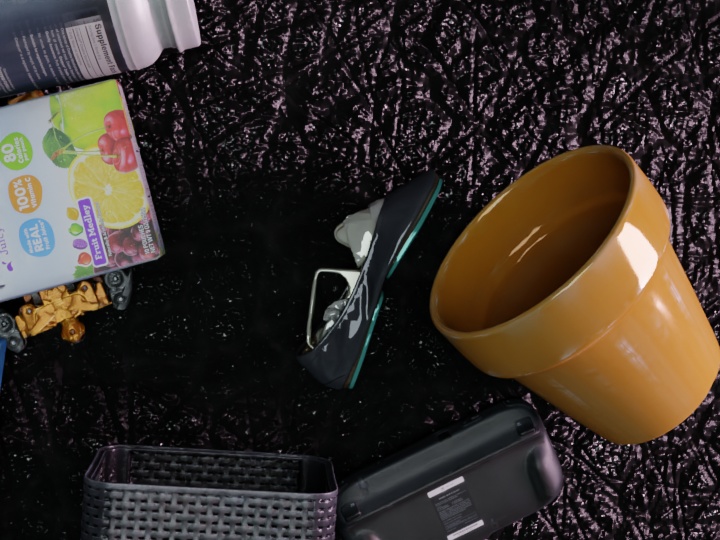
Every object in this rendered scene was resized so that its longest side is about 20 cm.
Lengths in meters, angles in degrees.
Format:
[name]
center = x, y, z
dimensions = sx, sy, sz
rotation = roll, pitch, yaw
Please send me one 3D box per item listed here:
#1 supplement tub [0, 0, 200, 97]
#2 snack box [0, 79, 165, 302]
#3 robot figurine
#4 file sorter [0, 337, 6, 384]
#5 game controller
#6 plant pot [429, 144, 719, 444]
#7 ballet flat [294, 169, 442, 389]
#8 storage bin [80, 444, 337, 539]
[supplement tub]
center = -0.233, -0.215, 1.046
dimensions = 0.198, 0.140, 0.142
rotation = -12, 96, -3
[snack box]
center = -0.265, -0.053, 1.043
dimensions = 0.198, 0.053, 0.144
rotation = -15, 94, -5
[robot figurine]
center = -0.266, -0.036, 1.101
dimensions = 0.144, 0.058, 0.202
rotation = -21, 96, -2
[file sorter]
center = -0.377, 0.148, 1.055
dimensions = 0.137, 0.123, 0.202
rotation = 12, 101, 8
[game controller]
center = 0.075, 0.190, 1.162
dimensions = 0.198, 0.042, 0.105
rotation = -25, 111, -1
[plant pot]
center = 0.187, 0.035, 1.086
dimensions = 0.200, 0.200, 0.183
rotation = -44, 113, 1
[ballet flat]
center = 0.000, 0.000, 1.120
dimensions = 0.072, 0.073, 0.202
rotation = 23, 95, -6
[storage bin]
center = -0.121, 0.205, 1.093
dimensions = 0.198, 0.135, 0.095
rotation = 5, 94, -5
